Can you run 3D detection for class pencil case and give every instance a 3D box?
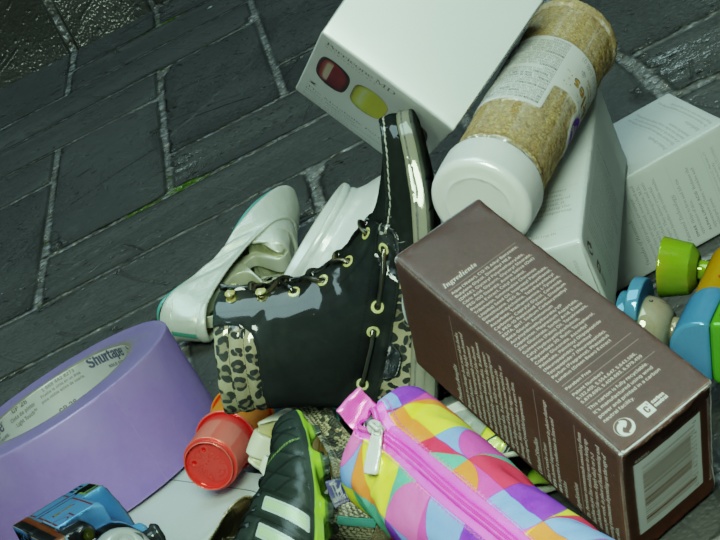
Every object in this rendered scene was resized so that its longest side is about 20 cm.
[{"bbox_3d":[0.063,0.137,0.973,0.088,0.089,0.200,-34,38,-18],"label":"pencil case"}]

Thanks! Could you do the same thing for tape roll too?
[{"bbox_3d":[-0.212,0.128,1.370,0.199,0.085,0.200,-29,12,7],"label":"tape roll"}]

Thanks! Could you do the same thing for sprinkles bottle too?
[{"bbox_3d":[0.110,-0.101,1.174,0.068,0.069,0.201,-12,32,36],"label":"sprinkles bottle"}]

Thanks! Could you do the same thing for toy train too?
[{"bbox_3d":[-0.183,0.188,1.107,0.114,0.087,0.200,-33,5,-18],"label":"toy train"},{"bbox_3d":[0.235,-0.001,1.105,0.115,0.085,0.200,5,34,24],"label":"toy train"}]

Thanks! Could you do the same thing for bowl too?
[{"bbox_3d":[0.000,0.000,1.309,0.202,0.090,0.201,-58,6,9],"label":"bowl"}]

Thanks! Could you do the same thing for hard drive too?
[{"bbox_3d":[-0.157,0.207,1.233,0.131,0.027,0.200,-1,33,50],"label":"hard drive"}]

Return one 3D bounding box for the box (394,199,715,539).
[{"bbox_3d":[0.110,0.059,1.028,0.075,0.101,0.200,-35,51,-19],"label":"box"}]

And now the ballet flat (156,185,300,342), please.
[{"bbox_3d":[-0.102,0.000,1.630,0.069,0.070,0.200,-3,36,49],"label":"ballet flat"}]

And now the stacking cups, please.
[{"bbox_3d":[-0.076,0.102,1.310,0.060,0.061,0.200,-20,16,20],"label":"stacking cups"}]

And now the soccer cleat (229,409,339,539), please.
[{"bbox_3d":[-0.052,0.166,1.047,0.080,0.068,0.201,-5,48,2],"label":"soccer cleat"}]

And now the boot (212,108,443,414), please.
[{"bbox_3d":[-0.023,0.001,1.169,0.152,0.206,0.073,-2,9,7],"label":"boot"}]

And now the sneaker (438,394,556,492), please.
[{"bbox_3d":[0.122,0.096,1.109,0.199,0.076,0.077,-29,49,-10],"label":"sneaker"}]

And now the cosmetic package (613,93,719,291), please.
[{"bbox_3d":[0.180,-0.043,1.332,0.199,0.082,0.113,-30,21,-2],"label":"cosmetic package"}]

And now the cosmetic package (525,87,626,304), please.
[{"bbox_3d":[0.121,-0.037,1.209,0.101,0.074,0.201,-14,31,22],"label":"cosmetic package"}]

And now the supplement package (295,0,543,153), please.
[{"bbox_3d":[0.035,-0.156,1.252,0.110,0.113,0.200,-55,2,-8],"label":"supplement package"}]

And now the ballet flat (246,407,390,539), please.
[{"bbox_3d":[-0.034,0.128,1.190,0.075,0.069,0.200,5,13,-20],"label":"ballet flat"}]

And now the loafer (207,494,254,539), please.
[{"bbox_3d":[-0.098,0.212,1.084,0.075,0.068,0.200,-15,24,32],"label":"loafer"}]
